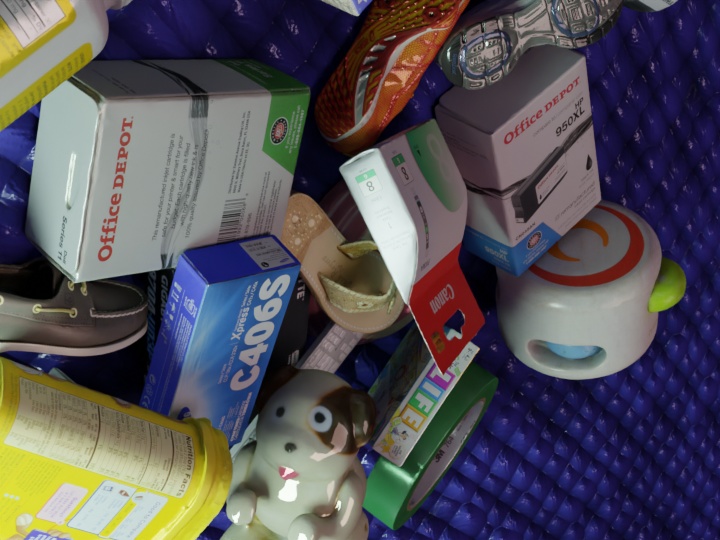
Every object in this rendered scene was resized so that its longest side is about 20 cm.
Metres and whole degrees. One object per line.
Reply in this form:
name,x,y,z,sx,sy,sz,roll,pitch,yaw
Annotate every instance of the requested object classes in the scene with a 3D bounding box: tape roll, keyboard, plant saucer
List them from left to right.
keyboard,-0.051,0.106,1.182,0.200,0.011,0.056,-52,144,-3
plant saucer,0.020,-0.010,1.225,0.200,0.051,0.202,-27,132,-34
tape roll,0.076,0.188,1.365,0.201,0.048,0.201,-51,164,-20

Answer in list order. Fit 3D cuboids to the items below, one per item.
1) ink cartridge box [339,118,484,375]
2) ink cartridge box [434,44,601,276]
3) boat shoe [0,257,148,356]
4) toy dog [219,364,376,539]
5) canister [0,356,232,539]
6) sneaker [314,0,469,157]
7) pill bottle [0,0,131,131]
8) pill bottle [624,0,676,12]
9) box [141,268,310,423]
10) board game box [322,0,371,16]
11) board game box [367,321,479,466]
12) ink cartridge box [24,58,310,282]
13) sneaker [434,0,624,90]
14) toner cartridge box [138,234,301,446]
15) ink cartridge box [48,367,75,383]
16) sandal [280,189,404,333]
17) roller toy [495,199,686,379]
ink cartridge box,0.068,-0.027,1.117,0.201,0.050,0.161,62,25,-5
ink cartridge box,0.166,-0.118,1.283,0.144,0.084,0.201,-41,138,-22
boat shoe,-0.242,0.023,0.942,0.201,0.072,0.061,0,120,-43
toy dog,-0.041,0.180,1.134,0.194,0.139,0.201,-46,151,-38
canister,-0.220,0.155,0.952,0.199,0.087,0.149,26,119,-34
sneaker,0.031,-0.192,1.112,0.200,0.073,0.077,-51,158,1
pill bottle,-0.233,-0.159,0.796,0.200,0.111,0.112,-42,140,-19
pill bottle,0.243,-0.327,1.209,0.199,0.106,0.107,9,108,-50
box,-0.118,0.053,1.117,0.158,0.046,0.202,-20,129,-39
board game box,0.002,-0.330,0.948,0.200,0.097,0.160,-49,141,-12
board game box,0.050,0.116,1.253,0.135,0.034,0.200,-56,-174,-2
ink cartridge box,-0.148,-0.083,0.962,0.199,0.083,0.148,-9,122,-45
sneaker,0.152,-0.237,1.157,0.199,0.087,0.075,-21,120,-12
toner cartridge box,-0.121,0.069,1.025,0.094,0.043,0.201,-12,135,-40
ink cartridge box,-0.266,0.212,1.066,0.200,0.043,0.198,-50,141,-13
sandal,-0.003,0.005,1.102,0.212,0.069,0.078,43,74,-44
roller toy,0.239,0.021,1.382,0.181,0.200,0.141,-24,133,-18
